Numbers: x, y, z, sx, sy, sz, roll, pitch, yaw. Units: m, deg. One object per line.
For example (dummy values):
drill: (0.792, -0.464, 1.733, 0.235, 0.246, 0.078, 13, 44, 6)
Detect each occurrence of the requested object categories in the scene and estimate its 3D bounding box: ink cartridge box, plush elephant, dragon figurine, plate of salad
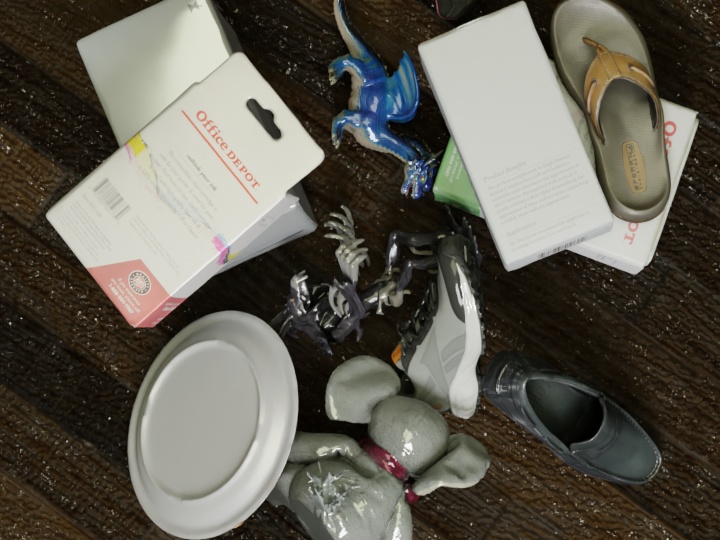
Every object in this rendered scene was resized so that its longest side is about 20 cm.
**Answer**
ink cartridge box: (0.179, -0.099, 1.603, 0.198, 0.088, 0.146, 20, 87, 5)
ink cartridge box: (-0.130, -0.063, 1.422, 0.200, 0.067, 0.117, -40, 84, 5)
plush elephant: (0.014, 0.169, 1.560, 0.154, 0.200, 0.165, -37, 77, -19)
dragon figurine: (0.022, -0.162, 1.627, 0.098, 0.059, 0.202, -3, 86, 2)
plate of salad: (-0.125, 0.135, 1.585, 0.199, 0.048, 0.202, -16, 64, 36)

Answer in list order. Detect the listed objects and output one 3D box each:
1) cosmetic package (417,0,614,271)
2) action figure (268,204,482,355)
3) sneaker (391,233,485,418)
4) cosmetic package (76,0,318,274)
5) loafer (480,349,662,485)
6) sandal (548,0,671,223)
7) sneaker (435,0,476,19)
cosmetic package: (0.130, -0.111, 1.528, 0.101, 0.074, 0.202, -21, 83, 2)
action figure: (0.000, 0.000, 1.590, 0.199, 0.119, 0.103, -24, 119, -6)
sneaker: (0.067, 0.053, 1.550, 0.079, 0.201, 0.074, 1, 44, -1)
cosmetic package: (-0.135, -0.112, 1.559, 0.122, 0.200, 0.201, -24, 85, 0)
loafer: (0.189, 0.133, 1.558, 0.200, 0.070, 0.068, 33, 85, -28)
sandal: (0.215, -0.140, 1.534, 0.081, 0.055, 0.202, -12, 85, 0)
sneaker: (0.038, -0.301, 1.635, 0.200, 0.079, 0.096, 43, 124, 17)
